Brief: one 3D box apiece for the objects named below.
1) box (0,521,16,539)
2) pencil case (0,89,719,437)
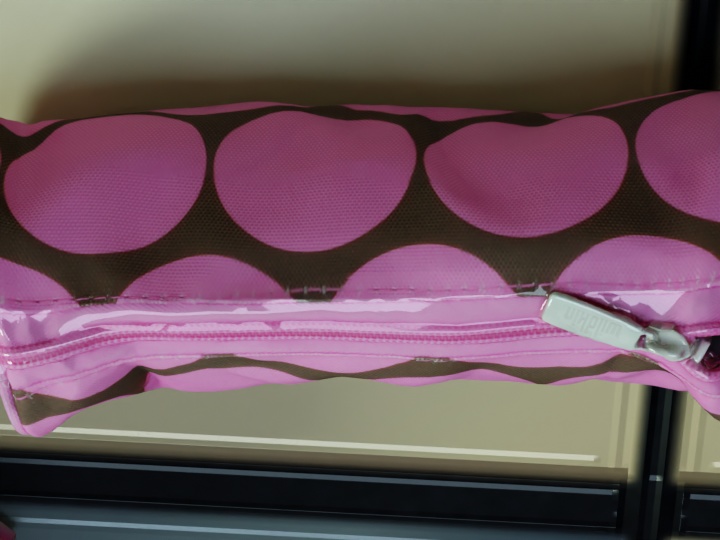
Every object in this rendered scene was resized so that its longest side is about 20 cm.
[{"bbox_3d":[-0.201,0.120,0.814,0.200,0.096,0.100,-34,118,25],"label":"box"},{"bbox_3d":[0.000,0.000,0.715,0.199,0.094,0.091,-3,126,7],"label":"pencil case"}]
